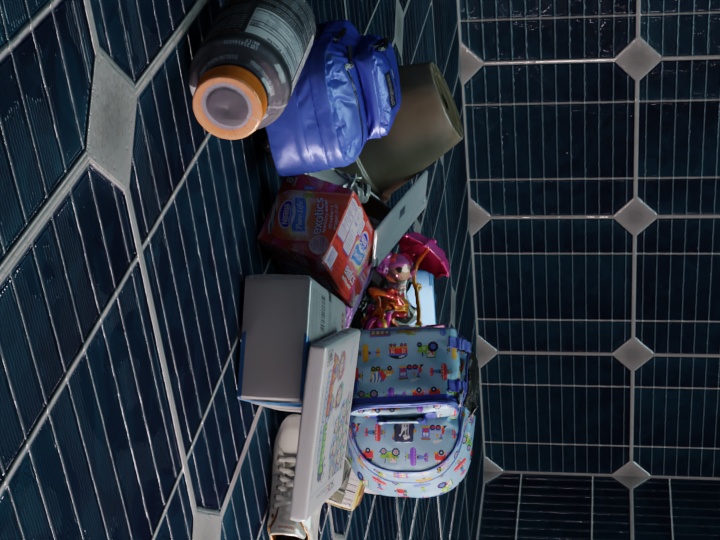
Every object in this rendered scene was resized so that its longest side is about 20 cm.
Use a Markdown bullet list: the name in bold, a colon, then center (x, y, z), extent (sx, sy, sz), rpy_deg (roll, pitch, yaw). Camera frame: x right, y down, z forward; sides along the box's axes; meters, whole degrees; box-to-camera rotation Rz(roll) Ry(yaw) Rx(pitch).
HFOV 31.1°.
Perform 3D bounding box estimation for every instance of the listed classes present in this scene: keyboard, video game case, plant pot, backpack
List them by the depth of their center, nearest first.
- **video game case**: center (-0.039, 0.175, 1.519), extent (0.182, 0.024, 0.202), rpy_deg (-16, 113, -77)
- **backpack**: center (-0.043, -0.212, 1.547), extent (0.200, 0.167, 0.164), rpy_deg (-62, 139, -64)
- **backpack**: center (0.060, 0.184, 1.658), extent (0.135, 0.181, 0.201), rpy_deg (65, 29, -69)
- **keyboard**: center (0.055, -0.073, 1.758), extent (0.200, 0.011, 0.057), rpy_deg (-51, 145, -54)
- **plant pot**: center (0.045, -0.206, 1.829), extent (0.200, 0.173, 0.201), rpy_deg (-21, 90, -75)

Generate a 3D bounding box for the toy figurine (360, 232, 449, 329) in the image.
- **toy figurine**: center (0.063, 0.035, 1.917), extent (0.199, 0.150, 0.186), rpy_deg (3, 86, -37)

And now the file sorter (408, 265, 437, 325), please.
- **file sorter**: center (0.061, 0.062, 2.173), extent (0.123, 0.138, 0.201), rpy_deg (-77, 163, -63)

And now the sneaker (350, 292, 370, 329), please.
- **sneaker**: center (-0.014, 0.112, 1.994), extent (0.072, 0.071, 0.202), rpy_deg (-158, -122, -67)

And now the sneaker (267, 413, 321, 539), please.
- **sneaker**: center (-0.077, 0.282, 1.606), extent (0.085, 0.072, 0.202), rpy_deg (-49, 139, -77)

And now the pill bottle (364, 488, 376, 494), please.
- **pill bottle**: center (0.032, 0.245, 2.075), extent (0.114, 0.113, 0.201), rpy_deg (79, 15, -45)

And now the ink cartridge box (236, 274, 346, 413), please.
- **ink cartridge box**: center (-0.079, 0.094, 1.561), extent (0.200, 0.085, 0.148), rpy_deg (48, 44, -76)

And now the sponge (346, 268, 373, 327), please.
- **sponge**: center (0.000, 0.000, 1.848), extent (0.200, 0.030, 0.112), rpy_deg (-65, 173, -65)

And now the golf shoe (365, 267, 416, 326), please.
- **golf shoe**: center (0.035, 0.002, 2.042), extent (0.078, 0.094, 0.201), rpy_deg (120, -44, -72)

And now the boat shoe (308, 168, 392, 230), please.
- **boat shoe**: center (-0.019, -0.104, 1.728), extent (0.200, 0.070, 0.071), rpy_deg (40, 43, -39)

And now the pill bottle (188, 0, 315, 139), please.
- **pill bottle**: center (-0.114, -0.213, 1.325), extent (0.201, 0.105, 0.107), rpy_deg (-74, 161, -53)

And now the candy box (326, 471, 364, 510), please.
- **candy box**: center (-0.001, 0.246, 1.906), extent (0.117, 0.056, 0.201), rpy_deg (38, 70, -83)

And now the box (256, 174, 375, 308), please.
- **box**: center (-0.049, -0.036, 1.635), extent (0.200, 0.095, 0.100), rpy_deg (59, 53, -69)

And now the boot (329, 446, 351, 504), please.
- **boot**: center (-0.025, 0.204, 1.749), extent (0.182, 0.072, 0.201), rpy_deg (66, 48, -73)
